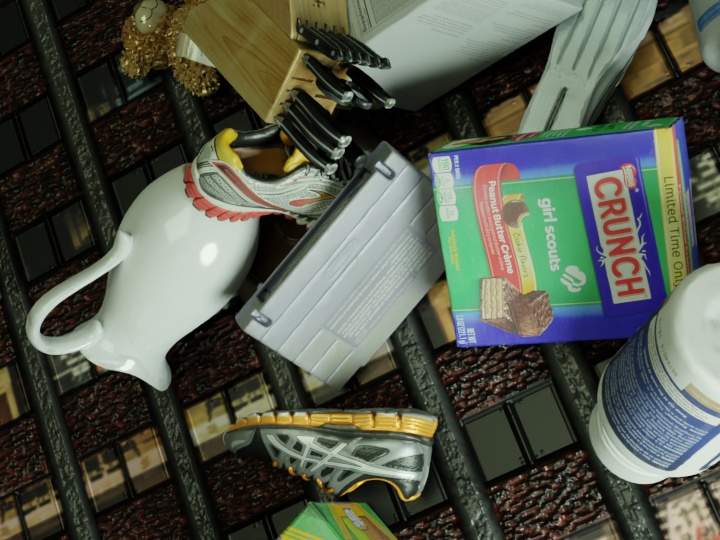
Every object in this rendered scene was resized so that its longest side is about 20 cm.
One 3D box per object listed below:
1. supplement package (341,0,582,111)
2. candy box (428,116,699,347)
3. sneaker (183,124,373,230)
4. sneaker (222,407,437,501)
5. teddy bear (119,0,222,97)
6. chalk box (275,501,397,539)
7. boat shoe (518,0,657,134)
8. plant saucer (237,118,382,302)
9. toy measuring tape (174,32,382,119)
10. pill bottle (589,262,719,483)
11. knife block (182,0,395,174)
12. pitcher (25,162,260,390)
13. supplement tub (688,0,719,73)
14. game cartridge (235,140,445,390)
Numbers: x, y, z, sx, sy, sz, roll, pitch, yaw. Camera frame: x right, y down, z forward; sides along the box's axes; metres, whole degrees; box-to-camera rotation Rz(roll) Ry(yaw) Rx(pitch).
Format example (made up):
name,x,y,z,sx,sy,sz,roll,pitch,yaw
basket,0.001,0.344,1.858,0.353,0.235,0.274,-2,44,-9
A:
name,x,y,z,sx,sy,sz,roll,pitch,yaw
supplement package,0.051,-0.254,1.107,0.199,0.151,0.152,-27,69,40
candy box,0.169,-0.030,1.059,0.199,0.077,0.170,-5,104,21
sneaker,-0.046,-0.081,1.111,0.082,0.199,0.078,-51,48,51
sneaker,-0.030,0.159,1.137,0.199,0.078,0.078,-1,88,23
teddy bear,-0.148,-0.236,1.265,0.199,0.067,0.146,22,86,24
chalk box,0.005,0.303,1.067,0.124,0.124,0.200,-48,68,7
boat shoe,0.193,-0.177,1.117,0.072,0.062,0.201,30,92,14
plant saucer,-0.052,-0.050,1.210,0.199,0.032,0.202,-5,78,22
toy measuring tape,-0.071,-0.184,1.201,0.198,0.074,0.074,14,84,-5
pill bottle,0.243,0.087,0.967,0.110,0.200,0.112,6,61,-10
knife block,-0.060,-0.151,1.061,0.199,0.064,0.177,-12,78,46
pitcher,-0.192,0.003,1.159,0.121,0.171,0.201,48,113,35
supplement tub,0.321,-0.272,1.047,0.131,0.132,0.202,-13,76,19
game cartridge,0.000,0.000,1.129,0.200,0.129,0.038,-49,40,6
